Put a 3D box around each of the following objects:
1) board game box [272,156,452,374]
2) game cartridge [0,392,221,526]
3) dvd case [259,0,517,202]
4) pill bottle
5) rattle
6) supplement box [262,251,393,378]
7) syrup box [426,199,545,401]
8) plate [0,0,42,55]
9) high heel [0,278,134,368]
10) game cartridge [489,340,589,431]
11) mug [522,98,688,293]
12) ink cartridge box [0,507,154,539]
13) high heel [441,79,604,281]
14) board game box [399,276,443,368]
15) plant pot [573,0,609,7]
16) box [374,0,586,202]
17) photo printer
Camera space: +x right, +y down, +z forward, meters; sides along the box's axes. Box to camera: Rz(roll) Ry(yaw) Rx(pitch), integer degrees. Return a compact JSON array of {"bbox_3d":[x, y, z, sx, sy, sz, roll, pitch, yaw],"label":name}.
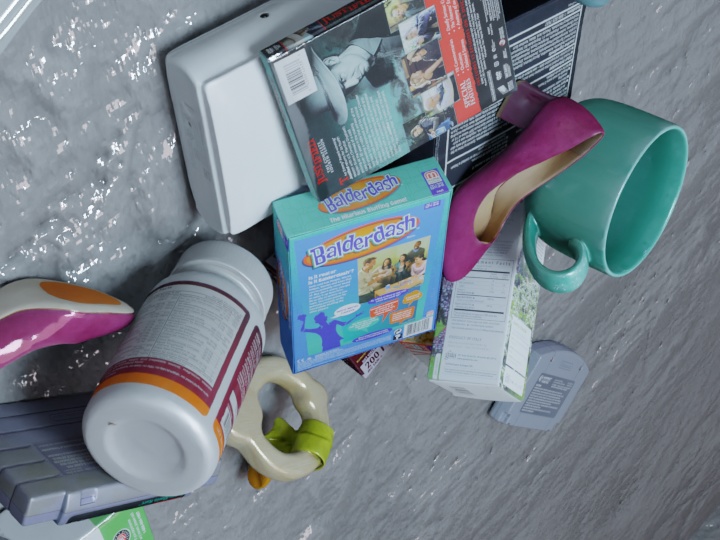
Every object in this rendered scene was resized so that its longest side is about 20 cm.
[{"bbox_3d":[0.000,0.000,1.011,0.149,0.045,0.202,-16,144,-15],"label":"board game box"},{"bbox_3d":[-0.222,0.149,0.922,0.198,0.129,0.039,-1,122,-52],"label":"game cartridge"},{"bbox_3d":[0.029,-0.158,0.894,0.198,0.022,0.147,-31,135,-10],"label":"dvd case"},{"bbox_3d":[-0.139,0.072,0.911,0.201,0.107,0.111,-71,169,-50],"label":"pill bottle"},{"bbox_3d":[-0.133,0.147,1.131,0.198,0.141,0.133,16,74,-41],"label":"rattle"},{"bbox_3d":[-0.011,0.016,1.146,0.109,0.061,0.200,-49,146,-10],"label":"supplement box"},{"bbox_3d":[0.131,0.023,1.138,0.079,0.080,0.204,33,63,-59],"label":"syrup box"},{"bbox_3d":[-0.246,-0.210,0.666,0.201,0.032,0.200,-52,147,-5],"label":"plate"},{"bbox_3d":[-0.263,0.062,0.840,0.198,0.067,0.098,-1,110,-46],"label":"high heel"},{"bbox_3d":[0.271,0.171,1.678,0.135,0.040,0.199,-57,148,8],"label":"game cartridge"},{"bbox_3d":[0.217,-0.081,1.071,0.184,0.113,0.155,-24,132,-45],"label":"mug"},{"bbox_3d":[-0.282,0.278,0.998,0.199,0.084,0.148,-36,143,-28],"label":"ink cartridge box"},{"bbox_3d":[0.139,-0.064,1.016,0.067,0.096,0.203,-5,123,-48],"label":"high heel"},{"bbox_3d":[0.107,0.007,1.228,0.151,0.046,0.204,44,56,-58],"label":"board game box"},{"bbox_3d":[0.160,-0.332,0.925,0.197,0.195,0.200,-55,144,0],"label":"plant pot"},{"bbox_3d":[0.099,-0.173,1.066,0.198,0.123,0.201,-30,138,-32],"label":"box"},{"bbox_3d":[-0.056,-0.142,0.931,0.199,0.069,0.168,-33,141,-26],"label":"photo printer"}]
